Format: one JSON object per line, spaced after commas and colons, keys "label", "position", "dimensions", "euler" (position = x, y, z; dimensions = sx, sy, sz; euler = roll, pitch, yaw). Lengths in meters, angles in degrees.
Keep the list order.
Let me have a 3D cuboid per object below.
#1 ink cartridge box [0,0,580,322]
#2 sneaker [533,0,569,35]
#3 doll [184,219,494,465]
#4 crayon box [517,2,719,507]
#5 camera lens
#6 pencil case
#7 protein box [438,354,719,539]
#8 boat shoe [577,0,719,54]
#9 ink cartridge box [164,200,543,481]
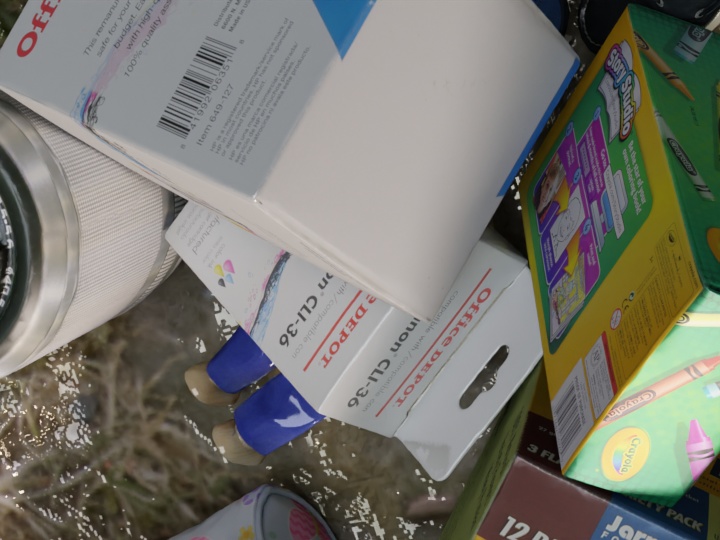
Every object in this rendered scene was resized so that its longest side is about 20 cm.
{"label": "ink cartridge box", "position": [-0.038, -0.095, 0.795], "dimensions": [0.200, 0.145, 0.147], "euler": [27, 85, 40]}
{"label": "sneaker", "position": [0.017, -0.174, 0.849], "dimensions": [0.200, 0.078, 0.066], "euler": [46, 113, 4]}
{"label": "doll", "position": [-0.010, 0.021, 0.948], "dimensions": [0.200, 0.048, 0.136], "euler": [-37, 67, 24]}
{"label": "crayon box", "position": [0.129, -0.012, 0.765], "dimensions": [0.058, 0.200, 0.119], "euler": [17, 129, -16]}
{"label": "camera lens", "position": [-0.187, -0.035, 0.920], "dimensions": [0.160, 0.200, 0.160], "euler": [6, 106, 20]}
{"label": "pencil case", "position": [-0.104, 0.203, 1.013], "dimensions": [0.200, 0.083, 0.091], "euler": [-33, 77, 24]}
{"label": "protein box", "position": [0.107, 0.158, 0.848], "dimensions": [0.135, 0.199, 0.200], "euler": [25, 112, 3]}
{"label": "boat shoe", "position": [0.153, -0.157, 0.794], "dimensions": [0.199, 0.066, 0.075], "euler": [-32, 72, 51]}
{"label": "ink cartridge box", "position": [0.000, 0.000, 0.869], "dimensions": [0.116, 0.067, 0.200], "euler": [-54, 50, 11]}
